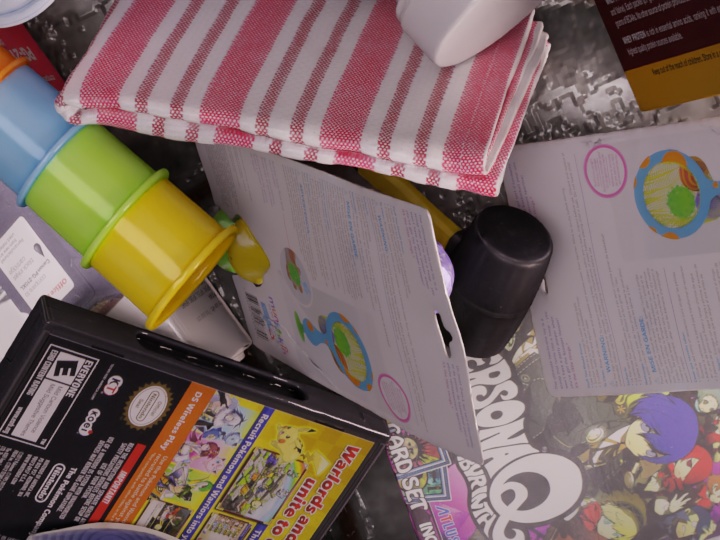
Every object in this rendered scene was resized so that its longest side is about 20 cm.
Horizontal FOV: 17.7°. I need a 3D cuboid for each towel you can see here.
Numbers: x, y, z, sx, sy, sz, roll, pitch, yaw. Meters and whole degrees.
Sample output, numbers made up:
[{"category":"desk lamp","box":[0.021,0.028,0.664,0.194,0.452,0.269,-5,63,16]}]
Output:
[{"category":"towel","box":[-0.022,-0.088,1.029,0.199,0.147,0.030,10,124,9]}]

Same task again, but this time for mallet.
[{"category":"mallet","box":[0.006,-0.038,1.059,0.200,0.041,0.066,40,132,29]}]

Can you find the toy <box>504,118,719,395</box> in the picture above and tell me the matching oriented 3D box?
[{"category":"toy","box":[0.158,-0.010,0.992,0.199,0.047,0.116,-5,100,46]}]

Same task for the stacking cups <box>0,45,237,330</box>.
[{"category":"stacking cups","box":[-0.146,-0.061,1.019,0.200,0.060,0.061,41,104,5]}]

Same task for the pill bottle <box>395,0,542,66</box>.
[{"category":"pill bottle","box":[0.003,-0.190,1.004,0.112,0.112,0.200,-42,79,14]}]

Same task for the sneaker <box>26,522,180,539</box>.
[{"category":"sneaker","box":[-0.068,0.190,1.066,0.198,0.081,0.116,10,120,-25]}]

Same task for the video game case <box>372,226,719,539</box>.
[{"category":"video game case","box":[0.101,0.068,1.081,0.180,0.036,0.201,-18,95,11]}]

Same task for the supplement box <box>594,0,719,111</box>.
[{"category":"supplement box","box":[0.159,-0.188,0.931,0.132,0.197,0.201,-24,94,-9]}]

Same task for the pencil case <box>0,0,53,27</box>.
[{"category":"pencil case","box":[-0.132,-0.164,1.008,0.090,0.200,0.083,-29,99,20]}]

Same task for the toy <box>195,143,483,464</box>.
[{"category":"toy","box":[0.000,0.000,1.017,0.047,0.200,0.116,-26,115,-27]}]

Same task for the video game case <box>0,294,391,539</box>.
[{"category":"video game case","box":[-0.111,0.118,1.069,0.180,0.026,0.200,20,117,-28]}]

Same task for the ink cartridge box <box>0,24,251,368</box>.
[{"category":"ink cartridge box","box":[-0.170,0.003,1.096,0.144,0.084,0.200,-36,91,13]}]
